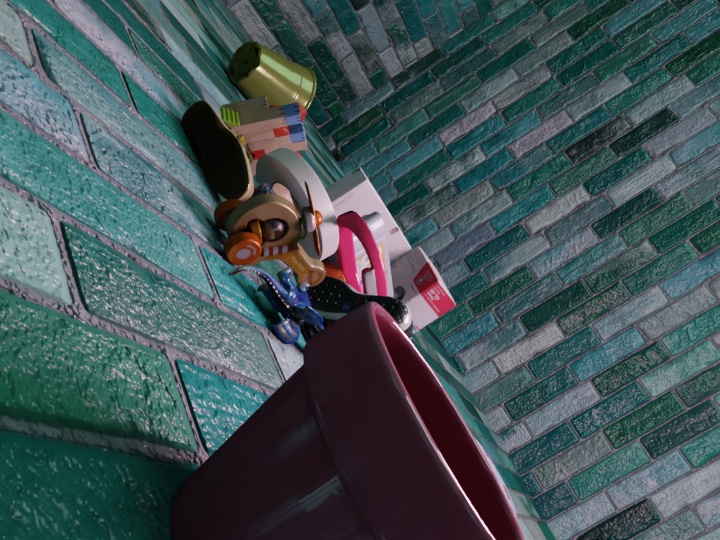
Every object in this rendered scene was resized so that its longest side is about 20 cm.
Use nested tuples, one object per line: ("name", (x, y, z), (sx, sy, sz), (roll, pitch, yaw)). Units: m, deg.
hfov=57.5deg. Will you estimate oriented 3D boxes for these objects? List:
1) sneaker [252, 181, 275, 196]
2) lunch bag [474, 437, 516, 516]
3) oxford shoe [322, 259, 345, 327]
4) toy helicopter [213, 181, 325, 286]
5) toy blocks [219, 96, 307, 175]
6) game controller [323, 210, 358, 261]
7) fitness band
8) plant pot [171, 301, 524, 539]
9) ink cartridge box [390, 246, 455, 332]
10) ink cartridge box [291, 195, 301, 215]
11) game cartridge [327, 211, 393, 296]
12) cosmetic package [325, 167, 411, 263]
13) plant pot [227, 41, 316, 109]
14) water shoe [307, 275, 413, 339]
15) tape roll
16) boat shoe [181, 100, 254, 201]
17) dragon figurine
("sneaker", (-0.154, -0.087, 0.997), (0.096, 0.079, 0.200), (51, -1, -9))
("lunch bag", (0.160, 0.340, 1.045), (0.200, 0.124, 0.170), (66, 8, 3))
("oxford shoe", (-0.049, 0.063, 1.115), (0.073, 0.071, 0.200), (86, -16, -47))
("toy helicopter", (-0.096, -0.039, 0.890), (0.200, 0.132, 0.079), (51, 11, -52))
("toy blocks", (-0.155, -0.237, 1.149), (0.200, 0.136, 0.100), (84, -6, -67))
("game controller", (-0.026, -0.011, 1.232), (0.104, 0.042, 0.200), (-50, 141, -42))
("fitness band", (0.000, 0.000, 1.075), (0.144, 0.037, 0.200), (-123, -159, -46))
("plant pot", (-0.013, 0.151, 0.436), (0.200, 0.179, 0.200), (56, 7, -10))
("ink cartridge box", (0.080, 0.063, 1.372), (0.086, 0.200, 0.148), (52, 9, -34))
("ink cartridge box", (-0.082, -0.064, 1.326), (0.165, 0.075, 0.200), (60, 8, 32))
("game cartridge", (0.000, 0.006, 1.219), (0.041, 0.133, 0.200), (19, -47, 36))
("cosmetic package", (0.010, -0.102, 1.385), (0.200, 0.113, 0.081), (52, 7, -31))
("plant pot", (-0.256, -0.526, 1.800), (0.190, 0.200, 0.200), (29, 27, -52))
("water shoe", (-0.014, 0.070, 1.005), (0.200, 0.072, 0.079), (17, -36, 29))
("tape roll", (-0.109, -0.108, 1.105), (0.203, 0.037, 0.203), (45, -28, 31))
("boat shoe", (-0.203, -0.176, 0.994), (0.200, 0.074, 0.066), (61, 13, 28))
("dragon figurine", (-0.086, 0.054, 0.849), (0.100, 0.059, 0.200), (61, 7, 31))
